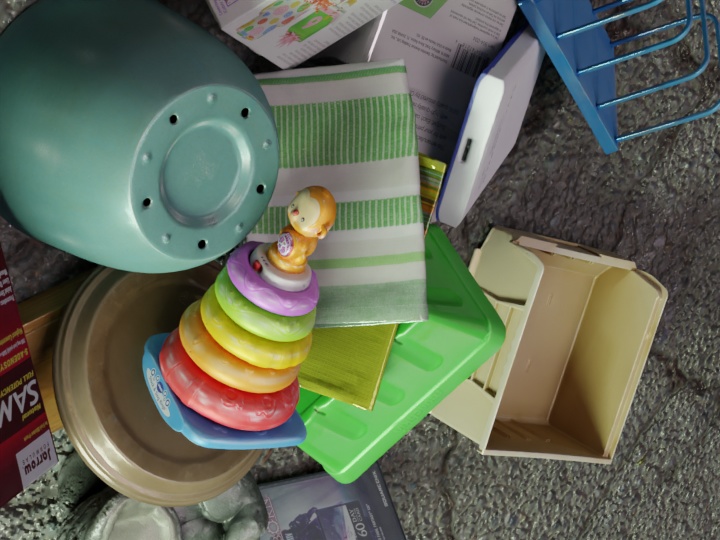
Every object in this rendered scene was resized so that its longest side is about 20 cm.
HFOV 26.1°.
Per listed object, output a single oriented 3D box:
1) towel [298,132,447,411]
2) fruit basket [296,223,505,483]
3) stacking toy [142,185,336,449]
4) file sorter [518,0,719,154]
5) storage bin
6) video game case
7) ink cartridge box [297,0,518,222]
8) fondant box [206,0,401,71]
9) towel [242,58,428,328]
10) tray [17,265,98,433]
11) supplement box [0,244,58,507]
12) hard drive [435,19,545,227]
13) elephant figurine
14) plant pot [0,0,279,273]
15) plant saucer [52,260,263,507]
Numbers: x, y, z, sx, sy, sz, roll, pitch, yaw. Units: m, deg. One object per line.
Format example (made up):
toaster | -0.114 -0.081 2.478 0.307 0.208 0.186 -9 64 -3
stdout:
towel | 0.000 0.000 1.200 0.018 0.085 0.202 13 95 -68
fruit basket | 0.024 0.064 1.314 0.214 0.156 0.217 -23 148 -15
stacking toy | -0.067 0.023 1.095 0.109 0.116 0.201 4 128 -36
file sorter | 0.232 -0.233 1.368 0.200 0.122 0.140 50 33 -42
storage bin | 0.185 0.074 1.517 0.199 0.093 0.201 10 101 -43
video game case | -0.039 0.253 1.383 0.199 0.019 0.144 -5 67 -41
ink cartridge box | 0.027 -0.157 1.283 0.145 0.084 0.202 17 96 -44
fondant box | -0.006 -0.233 1.135 0.199 0.059 0.144 -31 168 12
towel | -0.027 -0.057 1.191 0.023 0.151 0.203 19 68 -73
tray | -0.246 0.076 1.176 0.199 0.037 0.100 -27 124 -29
supplement box | -0.277 0.059 1.054 0.109 0.060 0.202 -42 121 -68
hard drive | 0.116 -0.133 1.324 0.200 0.025 0.133 -52 161 -61
elephant figurine | -0.182 0.202 1.223 0.198 0.142 0.156 -19 75 -26
plant pot | -0.152 -0.089 1.102 0.199 0.160 0.203 -18 119 -34
plant saucer | -0.139 0.077 1.179 0.199 0.029 0.203 10 74 -37
